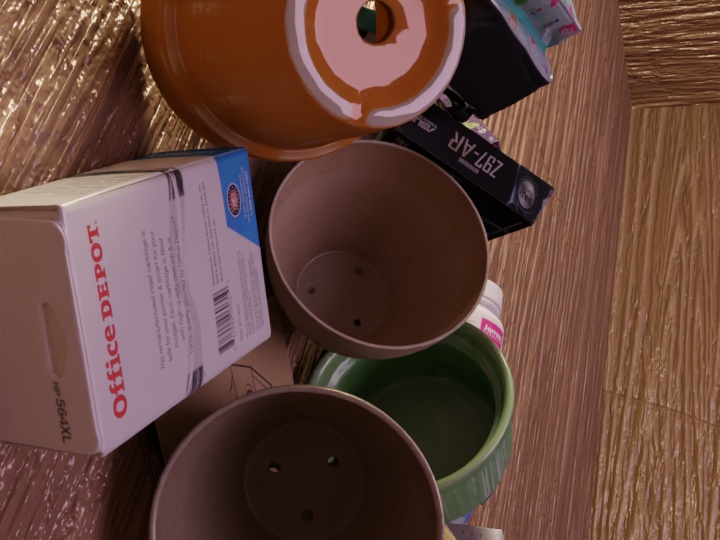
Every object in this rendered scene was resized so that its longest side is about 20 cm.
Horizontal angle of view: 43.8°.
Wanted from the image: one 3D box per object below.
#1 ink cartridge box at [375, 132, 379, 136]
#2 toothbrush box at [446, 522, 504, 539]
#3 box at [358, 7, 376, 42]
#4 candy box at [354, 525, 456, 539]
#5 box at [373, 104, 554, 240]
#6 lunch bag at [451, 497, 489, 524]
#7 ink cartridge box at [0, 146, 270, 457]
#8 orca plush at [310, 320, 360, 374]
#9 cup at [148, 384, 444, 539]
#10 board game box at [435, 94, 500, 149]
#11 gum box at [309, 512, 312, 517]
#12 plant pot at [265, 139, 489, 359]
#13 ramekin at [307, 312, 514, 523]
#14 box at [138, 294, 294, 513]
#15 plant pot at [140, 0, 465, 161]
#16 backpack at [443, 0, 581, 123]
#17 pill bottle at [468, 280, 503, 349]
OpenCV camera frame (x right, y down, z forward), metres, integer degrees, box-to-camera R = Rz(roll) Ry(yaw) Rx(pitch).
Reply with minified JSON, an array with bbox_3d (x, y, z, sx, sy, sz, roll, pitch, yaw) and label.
[{"bbox_3d":[0.067,-0.227,1.114,0.163,0.057,0.200,60,43,-50],"label":"ink cartridge box"},{"bbox_3d":[0.085,0.347,0.948,0.200,0.146,0.086,73,28,-44],"label":"toothbrush box"},{"bbox_3d":[-0.017,-0.194,0.807,0.200,0.049,0.082,-7,138,-52],"label":"box"},{"bbox_3d":[-0.015,0.284,0.760,0.200,0.055,0.115,-30,151,-17],"label":"candy box"},{"bbox_3d":[0.086,-0.094,0.914,0.044,0.160,0.200,-58,-172,-11],"label":"box"},{"bbox_3d":[0.081,0.225,0.994,0.160,0.076,0.200,-50,138,-29],"label":"lunch bag"},{"bbox_3d":[-0.146,0.008,0.576,0.200,0.084,0.146,-34,122,-62],"label":"ink cartridge box"},{"bbox_3d":[0.020,0.100,0.985,0.200,0.071,0.105,34,60,-63],"label":"orca plush"},{"bbox_3d":[-0.044,0.174,0.672,0.143,0.200,0.200,-122,-148,-87],"label":"cup"},{"bbox_3d":[0.126,-0.145,1.047,0.200,0.032,0.120,-114,-175,-51],"label":"board game box"},{"bbox_3d":[-0.028,0.323,0.917,0.170,0.045,0.200,37,58,-63],"label":"gum box"},{"bbox_3d":[0.000,0.000,0.828,0.134,0.200,0.200,126,-19,-60],"label":"plant pot"},{"bbox_3d":[0.052,0.146,0.862,0.098,0.200,0.200,71,30,-47],"label":"ramekin"},{"bbox_3d":[-0.109,0.132,0.747,0.200,0.021,0.164,-41,128,-59],"label":"box"},{"bbox_3d":[-0.029,-0.166,0.611,0.200,0.183,0.200,-8,107,-26],"label":"plant pot"},{"bbox_3d":[0.091,-0.260,0.787,0.178,0.151,0.200,29,32,-55],"label":"backpack"},{"bbox_3d":[0.128,0.113,1.185,0.113,0.113,0.200,56,41,-53],"label":"pill bottle"}]
